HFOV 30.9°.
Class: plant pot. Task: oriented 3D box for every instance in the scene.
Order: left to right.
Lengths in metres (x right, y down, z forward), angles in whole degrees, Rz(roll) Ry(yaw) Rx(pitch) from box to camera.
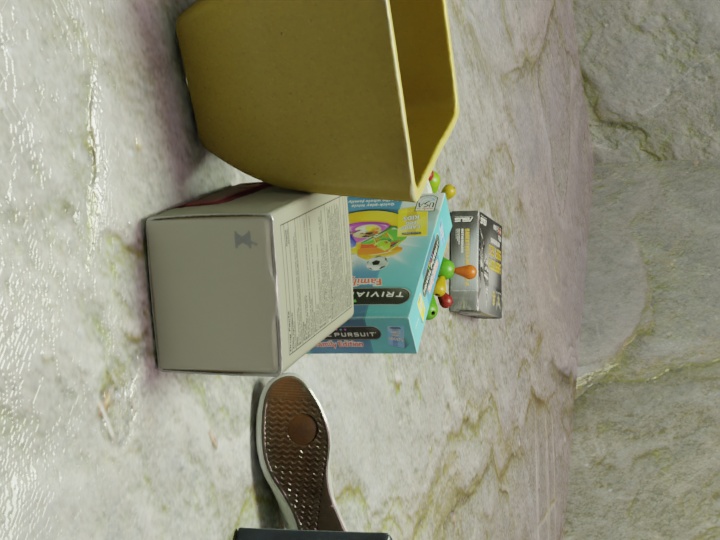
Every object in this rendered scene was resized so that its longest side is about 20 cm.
[{"bbox_3d":[-0.039,-0.182,1.098,0.196,0.198,0.196,-61,146,-57],"label":"plant pot"}]

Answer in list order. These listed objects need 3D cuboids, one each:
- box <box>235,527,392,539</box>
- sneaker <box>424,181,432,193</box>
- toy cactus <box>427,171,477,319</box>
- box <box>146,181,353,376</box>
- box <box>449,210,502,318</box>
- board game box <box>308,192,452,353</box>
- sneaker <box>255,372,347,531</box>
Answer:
[{"bbox_3d":[-0.047,0.339,1.132,0.108,0.147,0.201,70,25,-46],"label":"box"},{"bbox_3d":[0.051,-0.148,1.662,0.082,0.076,0.202,144,-51,-77],"label":"sneaker"},{"bbox_3d":[0.104,-0.038,1.780,0.165,0.101,0.202,-19,99,-83],"label":"toy cactus"},{"bbox_3d":[-0.086,0.000,1.088,0.200,0.108,0.129,-33,122,-70],"label":"box"},{"bbox_3d":[0.190,-0.006,2.112,0.200,0.048,0.160,20,70,-72],"label":"box"},{"bbox_3d":[0.000,0.000,1.302,0.201,0.150,0.047,-71,153,-49],"label":"board game box"},{"bbox_3d":[-0.064,0.194,1.262,0.085,0.072,0.202,-161,-122,-72],"label":"sneaker"}]
